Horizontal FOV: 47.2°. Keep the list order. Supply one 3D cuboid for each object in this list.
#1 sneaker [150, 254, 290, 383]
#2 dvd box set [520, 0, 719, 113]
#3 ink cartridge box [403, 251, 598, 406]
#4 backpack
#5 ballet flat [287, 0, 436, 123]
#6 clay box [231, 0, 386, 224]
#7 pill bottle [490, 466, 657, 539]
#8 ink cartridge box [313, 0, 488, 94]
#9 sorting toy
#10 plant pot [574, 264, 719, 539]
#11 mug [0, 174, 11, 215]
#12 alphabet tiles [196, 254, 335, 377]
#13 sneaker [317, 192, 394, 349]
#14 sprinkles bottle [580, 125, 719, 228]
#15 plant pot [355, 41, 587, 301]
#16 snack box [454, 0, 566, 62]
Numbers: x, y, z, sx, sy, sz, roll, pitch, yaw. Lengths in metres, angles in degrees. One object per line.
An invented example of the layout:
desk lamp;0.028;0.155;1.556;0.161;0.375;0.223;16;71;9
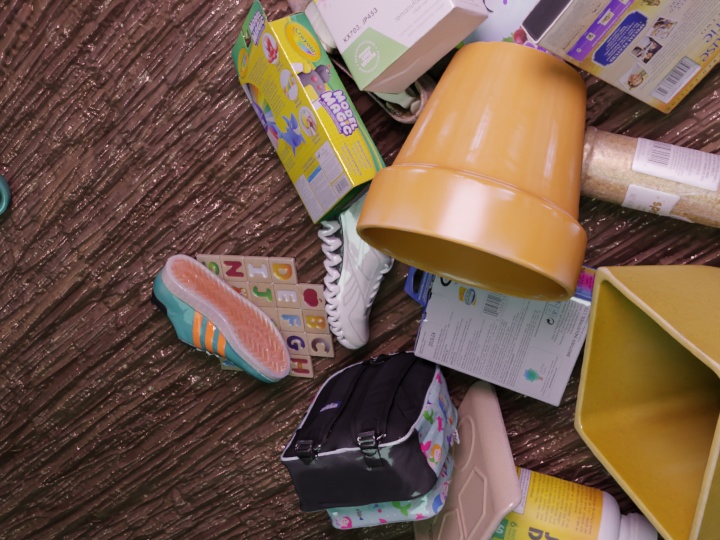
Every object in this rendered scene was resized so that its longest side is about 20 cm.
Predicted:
sneaker;-0.174;0.072;1.013;0.200;0.071;0.080;43;128;0
dvd box set;0.238;-0.212;0.650;0.147;0.199;0.030;-51;48;30
ink cartridge box;0.140;0.041;0.878;0.198;0.076;0.138;18;121;9
backpack;0.023;0.183;0.927;0.176;0.201;0.152;-15;115;23
ballet flat;-0.002;-0.218;0.798;0.200;0.067;0.068;40;121;-3
clay box;-0.056;-0.158;0.810;0.202;0.047;0.115;64;153;3
pill bottle;0.235;0.303;0.962;0.198;0.113;0.114;14;121;12
ink cartridge box;0.011;-0.272;0.719;0.117;0.067;0.201;-35;76;35
sorting toy;0.119;0.256;0.946;0.036;0.186;0.201;17;123;-16
plant pot;0.343;0.109;0.765;0.198;0.196;0.196;-9;119;-16
mug;-0.553;-0.116;1.023;0.151;0.184;0.116;24;120;34
alphabet tiles;-0.131;0.058;1.030;0.198;0.006;0.168;3;117;19
sneaker;0.000;0.000;0.916;0.080;0.075;0.202;0;118;10
sprinkles bottle;0.298;-0.080;0.760;0.198;0.068;0.069;16;121;13
plant pot;0.116;-0.091;0.733;0.198;0.200;0.185;16;83;11
snack box;0.143;-0.285;0.717;0.141;0.053;0.202;22;122;10
